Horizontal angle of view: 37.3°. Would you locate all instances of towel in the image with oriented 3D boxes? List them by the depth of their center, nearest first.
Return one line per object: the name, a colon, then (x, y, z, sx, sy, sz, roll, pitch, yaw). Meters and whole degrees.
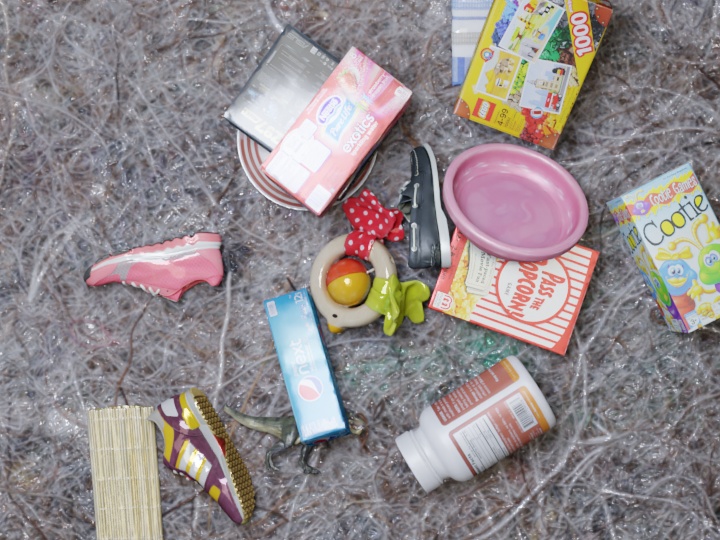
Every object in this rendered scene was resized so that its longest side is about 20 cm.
towel: (0.197, -0.352, 1.460, 0.146, 0.024, 0.201, 1, 113, 3)

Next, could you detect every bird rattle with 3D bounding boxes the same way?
bird rattle: (0.000, 0.000, 1.459, 0.162, 0.113, 0.201, -26, 82, 19)

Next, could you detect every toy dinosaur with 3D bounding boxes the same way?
toy dinosaur: (-0.093, 0.235, 1.480, 0.199, 0.047, 0.089, 3, 79, 3)

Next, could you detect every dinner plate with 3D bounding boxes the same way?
dinner plate: (-0.074, -0.184, 1.502, 0.199, 0.024, 0.201, 0, 88, 3)

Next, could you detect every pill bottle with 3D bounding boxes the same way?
pill bottle: (0.152, 0.211, 1.439, 0.199, 0.112, 0.113, -32, 88, 1)

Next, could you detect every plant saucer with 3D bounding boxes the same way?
plant saucer: (0.204, -0.085, 1.436, 0.199, 0.051, 0.201, 7, 50, -8)

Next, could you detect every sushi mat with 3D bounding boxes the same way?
sushi mat: (-0.330, 0.290, 1.500, 0.095, 0.012, 0.201, -5, 88, 2)

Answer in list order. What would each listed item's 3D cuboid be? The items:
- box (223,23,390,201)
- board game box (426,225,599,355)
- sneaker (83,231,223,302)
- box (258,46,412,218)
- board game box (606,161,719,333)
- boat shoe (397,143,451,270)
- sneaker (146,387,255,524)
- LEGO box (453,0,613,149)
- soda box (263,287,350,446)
box: (-0.063, -0.215, 1.466, 0.200, 0.051, 0.158, 35, 89, 1)
board game box: (0.210, 0.013, 1.476, 0.199, 0.046, 0.152, 19, 89, 2)
sneaker: (-0.284, 0.006, 1.477, 0.199, 0.074, 0.087, -14, 89, 1)
box: (-0.032, -0.177, 1.393, 0.102, 0.095, 0.200, 37, 90, 0)
board game box: (0.430, -0.028, 1.442, 0.103, 0.105, 0.201, -26, 87, 1)
boat shoe: (0.079, -0.089, 1.436, 0.060, 0.076, 0.201, -7, 51, -1)
sneaker: (-0.219, 0.267, 1.473, 0.090, 0.075, 0.201, -28, 81, 9)
LEGO box: (0.228, -0.286, 1.429, 0.148, 0.077, 0.201, 19, 116, 0)
soda box: (-0.072, 0.132, 1.449, 0.064, 0.068, 0.201, -17, 74, 2)
